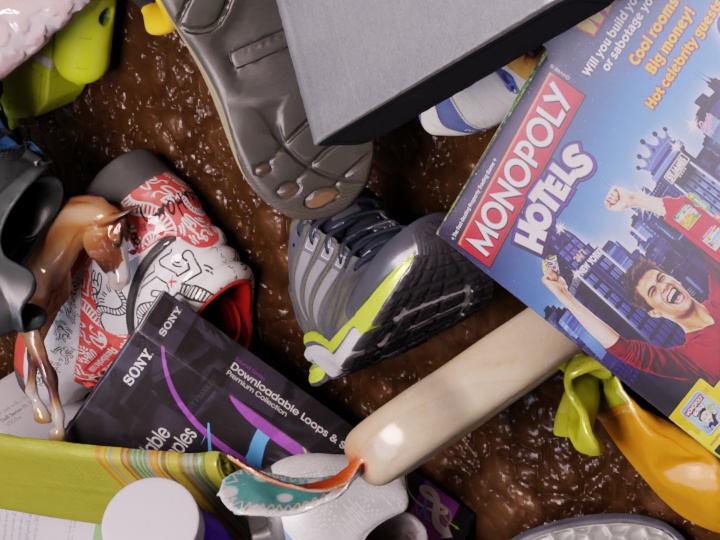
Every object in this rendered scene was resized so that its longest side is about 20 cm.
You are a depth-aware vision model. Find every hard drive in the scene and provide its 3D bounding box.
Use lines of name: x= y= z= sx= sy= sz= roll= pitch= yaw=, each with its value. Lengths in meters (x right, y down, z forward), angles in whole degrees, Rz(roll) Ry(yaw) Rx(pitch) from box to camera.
hard drive: x=0.010 y=-0.165 z=0.657 sx=0.139 sy=0.033 sz=0.202 roll=-26 pitch=74 yaw=46

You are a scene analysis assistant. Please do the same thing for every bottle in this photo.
bottle: x=-0.087 y=0.171 z=0.903 sx=0.064 sy=0.084 sz=0.201 roll=-1 pitch=145 yaw=6

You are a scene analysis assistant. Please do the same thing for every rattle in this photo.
rattle: x=0.052 y=0.096 z=0.757 sx=0.130 sy=0.199 sz=0.144 roll=-18 pitch=99 yaw=47

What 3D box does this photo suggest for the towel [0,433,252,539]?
towel: x=-0.137 y=0.108 z=0.934 sx=0.198 sy=0.018 sz=0.086 roll=3 pitch=146 yaw=28

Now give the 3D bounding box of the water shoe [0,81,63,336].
water shoe: x=-0.189 y=-0.046 z=0.917 sx=0.072 sy=0.078 sz=0.202 roll=90 pitch=177 yaw=-56

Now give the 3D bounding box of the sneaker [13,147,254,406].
sneaker: x=-0.125 y=0.038 z=0.994 sx=0.108 sy=0.067 sz=0.202 roll=46 pitch=133 yaw=18

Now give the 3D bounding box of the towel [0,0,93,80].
towel: x=-0.252 y=-0.150 z=0.892 sx=0.191 sy=0.200 sz=0.032 roll=51 pitch=180 yaw=13

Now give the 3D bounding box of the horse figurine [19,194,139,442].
horse figurine: x=-0.200 y=0.011 z=0.974 sx=0.199 sy=0.050 sz=0.134 roll=17 pitch=112 yaw=41

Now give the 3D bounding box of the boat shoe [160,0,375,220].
boat shoe: x=-0.052 y=-0.119 z=0.794 sx=0.074 sy=0.075 sz=0.202 roll=-115 pitch=8 yaw=-83

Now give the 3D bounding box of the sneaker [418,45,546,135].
sneaker: x=0.007 y=-0.146 z=0.762 sx=0.088 sy=0.075 sz=0.201 roll=-33 pitch=87 yaw=48

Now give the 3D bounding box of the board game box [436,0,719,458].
board game box: x=0.121 y=-0.065 z=0.672 sx=0.199 sy=0.062 sz=0.201 roll=39 pitch=127 yaw=10

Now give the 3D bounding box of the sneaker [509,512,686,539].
sneaker: x=0.078 y=0.185 z=0.879 sx=0.201 sy=0.146 sz=0.077 roll=-29 pitch=71 yaw=8

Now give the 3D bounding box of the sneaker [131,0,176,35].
sneaker: x=-0.144 y=-0.184 z=0.833 sx=0.199 sy=0.083 sz=0.078 roll=31 pitch=150 yaw=2

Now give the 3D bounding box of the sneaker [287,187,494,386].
sneaker: x=0.000 y=0.000 z=0.816 sx=0.082 sy=0.073 sz=0.200 roll=66 pitch=162 yaw=4

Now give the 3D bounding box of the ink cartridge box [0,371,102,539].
ink cartridge box: x=-0.188 y=0.139 z=1.108 sx=0.199 sy=0.067 sz=0.118 roll=36 pitch=133 yaw=23

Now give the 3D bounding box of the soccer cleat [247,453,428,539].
soccer cleat: x=-0.008 y=0.159 z=0.888 sx=0.201 sy=0.085 sz=0.070 roll=88 pitch=173 yaw=-52

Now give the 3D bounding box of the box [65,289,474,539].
box: x=-0.057 y=0.114 z=0.947 sx=0.199 sy=0.036 sz=0.143 roll=37 pitch=136 yaw=-3

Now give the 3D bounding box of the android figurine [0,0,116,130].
android figurine: x=-0.198 y=-0.166 z=0.974 sx=0.181 sy=0.041 sz=0.201 roll=36 pitch=130 yaw=24
